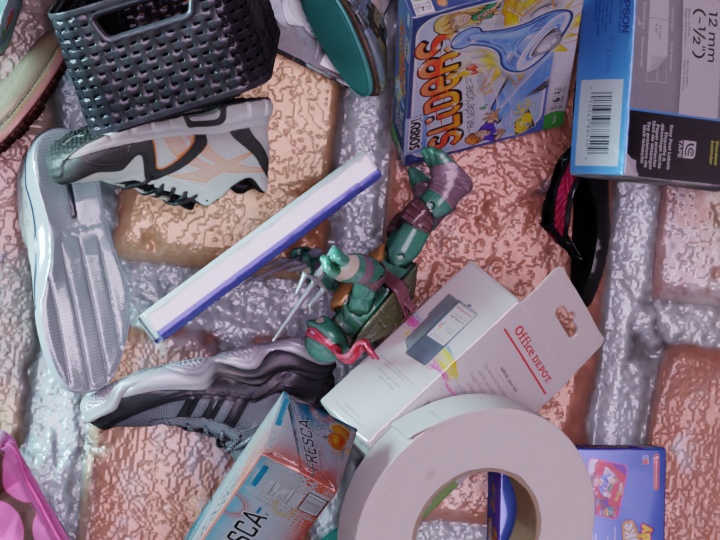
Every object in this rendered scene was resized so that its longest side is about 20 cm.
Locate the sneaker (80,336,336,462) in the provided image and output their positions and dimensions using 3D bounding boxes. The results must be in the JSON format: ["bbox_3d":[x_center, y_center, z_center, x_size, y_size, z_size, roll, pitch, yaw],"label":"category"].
[{"bbox_3d":[-0.106,0.120,1.729,0.200,0.075,0.114,-12,88,-11],"label":"sneaker"}]

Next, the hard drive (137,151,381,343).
[{"bbox_3d":[-0.078,-0.015,1.707,0.200,0.132,0.025,-37,92,-8],"label":"hard drive"}]

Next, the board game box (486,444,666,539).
[{"bbox_3d":[0.168,0.237,1.787,0.134,0.045,0.200,2,89,-9],"label":"board game box"}]

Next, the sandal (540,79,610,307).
[{"bbox_3d":[0.165,-0.070,1.779,0.045,0.075,0.200,3,81,-12],"label":"sandal"}]

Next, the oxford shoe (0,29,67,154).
[{"bbox_3d":[-0.293,-0.114,1.708,0.075,0.070,0.200,41,82,-1],"label":"oxford shoe"}]

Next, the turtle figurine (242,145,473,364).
[{"bbox_3d":[0.000,0.000,1.717,0.101,0.150,0.200,47,72,-15],"label":"turtle figurine"}]

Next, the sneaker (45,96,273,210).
[{"bbox_3d":[-0.142,-0.080,1.700,0.200,0.074,0.080,-12,101,-37],"label":"sneaker"}]

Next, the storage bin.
[{"bbox_3d":[-0.138,-0.178,1.651,0.135,0.200,0.094,-17,106,5],"label":"storage bin"}]

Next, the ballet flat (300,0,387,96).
[{"bbox_3d":[-0.023,-0.229,1.735,0.074,0.074,0.200,-34,98,-8],"label":"ballet flat"}]

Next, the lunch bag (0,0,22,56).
[{"bbox_3d":[-0.283,-0.262,1.659,0.122,0.170,0.200,15,90,-7],"label":"lunch bag"}]

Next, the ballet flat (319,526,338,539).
[{"bbox_3d":[-0.049,0.272,1.748,0.200,0.069,0.071,-40,113,-3],"label":"ballet flat"}]

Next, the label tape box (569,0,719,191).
[{"bbox_3d":[0.256,-0.136,1.756,0.200,0.066,0.144,4,89,-36],"label":"label tape box"}]

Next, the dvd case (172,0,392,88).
[{"bbox_3d":[-0.067,-0.249,1.769,0.200,0.022,0.146,25,86,-7],"label":"dvd case"}]

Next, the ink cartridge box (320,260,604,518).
[{"bbox_3d":[0.081,0.077,1.738,0.200,0.067,0.117,-42,137,-7],"label":"ink cartridge box"}]

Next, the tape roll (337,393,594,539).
[{"bbox_3d":[0.079,0.190,1.697,0.202,0.037,0.203,-7,108,-22],"label":"tape roll"}]

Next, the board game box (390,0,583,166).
[{"bbox_3d":[0.093,-0.160,1.708,0.135,0.200,0.035,-15,62,-8],"label":"board game box"}]

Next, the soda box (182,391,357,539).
[{"bbox_3d":[-0.076,0.180,1.678,0.064,0.200,0.068,28,42,-8],"label":"soda box"}]

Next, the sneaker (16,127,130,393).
[{"bbox_3d":[-0.217,-0.006,1.716,0.073,0.071,0.200,-3,83,-19],"label":"sneaker"}]

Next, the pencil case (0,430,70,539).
[{"bbox_3d":[-0.252,0.216,1.702,0.094,0.091,0.200,-27,96,27],"label":"pencil case"}]
